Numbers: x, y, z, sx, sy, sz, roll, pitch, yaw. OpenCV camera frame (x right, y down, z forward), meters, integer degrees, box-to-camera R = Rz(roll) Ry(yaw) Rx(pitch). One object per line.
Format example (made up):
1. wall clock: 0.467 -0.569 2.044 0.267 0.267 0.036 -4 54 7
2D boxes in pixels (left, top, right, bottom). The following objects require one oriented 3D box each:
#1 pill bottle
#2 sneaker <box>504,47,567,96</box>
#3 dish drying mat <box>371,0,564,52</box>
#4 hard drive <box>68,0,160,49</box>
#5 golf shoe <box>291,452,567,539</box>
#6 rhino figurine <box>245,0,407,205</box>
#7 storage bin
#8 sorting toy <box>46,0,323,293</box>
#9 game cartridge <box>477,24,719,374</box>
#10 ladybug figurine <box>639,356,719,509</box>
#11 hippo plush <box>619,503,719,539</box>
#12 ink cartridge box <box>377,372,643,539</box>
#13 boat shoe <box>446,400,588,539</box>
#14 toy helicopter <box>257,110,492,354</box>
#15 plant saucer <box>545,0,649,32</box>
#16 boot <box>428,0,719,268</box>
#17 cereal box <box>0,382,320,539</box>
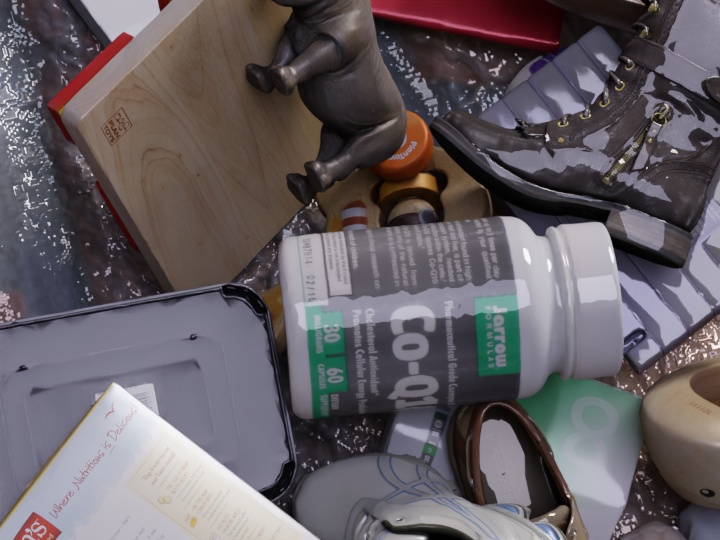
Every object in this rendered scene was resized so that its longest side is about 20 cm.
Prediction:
1. pill bottle: 0.053 0.026 1.315 0.200 0.113 0.113 -6 73 -2
2. sneaker: 0.194 -0.082 1.477 0.200 0.081 0.083 41 65 5
3. dish drying mat: 0.045 -0.200 1.505 0.200 0.018 0.077 11 64 2
4. hard drive: -0.119 -0.240 1.488 0.200 0.027 0.132 -31 72 -18
5. golf shoe: 0.024 0.156 1.300 0.097 0.200 0.078 5 95 -52
6. rhino figurine: -0.025 -0.136 1.335 0.087 0.200 0.060 -36 40 -22
7. storage bin: -0.148 0.090 1.330 0.200 0.094 0.135 -10 87 -7
8. sorting toy: -0.096 -0.109 1.379 0.070 0.200 0.199 30 68 36
9. game cartridge: 0.170 -0.048 1.411 0.130 0.038 0.200 -36 76 -5
10. ladybug figurine: 0.264 0.105 1.405 0.200 0.136 0.072 -11 115 -37
11. hippo plush: 0.233 0.215 1.343 0.200 0.161 0.159 -31 80 -18
12. ink cartridge box: 0.085 0.152 1.398 0.161 0.050 0.200 19 68 -3
13. boat shoe: 0.106 0.169 1.340 0.076 0.072 0.200 -24 81 -7
14. toy helicopter: 0.000 0.000 1.413 0.200 0.079 0.132 -36 62 -3
15. plant saucer: 0.159 -0.210 1.481 0.200 0.032 0.200 17 27 -9
16. boot: 0.162 -0.111 1.373 0.200 0.069 0.174 25 86 1
17. cereal box: -0.106 0.177 1.235 0.200 0.040 0.144 38 55 -2
